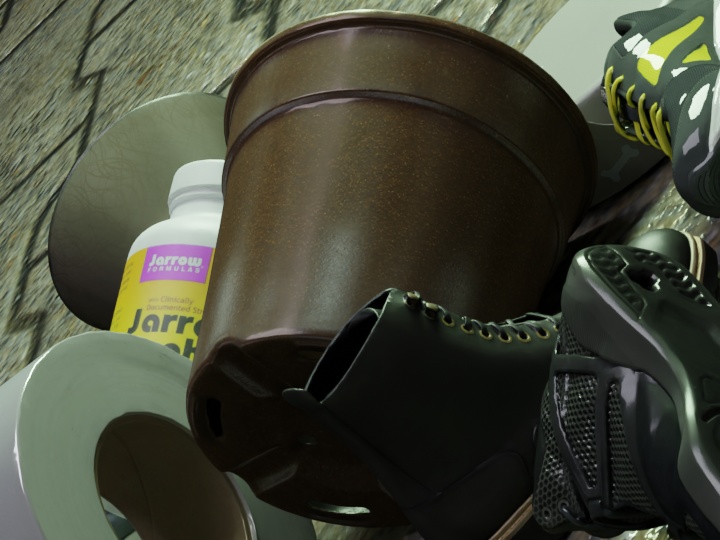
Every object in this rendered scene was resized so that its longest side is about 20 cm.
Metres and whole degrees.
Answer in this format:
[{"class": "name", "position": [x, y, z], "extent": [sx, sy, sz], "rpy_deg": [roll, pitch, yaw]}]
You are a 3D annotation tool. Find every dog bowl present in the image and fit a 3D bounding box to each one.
[{"class": "dog bowl", "position": [0.138, -0.113, 1.532], "extent": [0.200, 0.059, 0.200], "rpy_deg": [-42, 18, 17]}]

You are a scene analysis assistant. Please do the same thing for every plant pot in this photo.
[{"class": "plant pot", "position": [0.008, 0.009, 1.399], "extent": [0.200, 0.200, 0.198], "rpy_deg": [-31, 33, 41]}]

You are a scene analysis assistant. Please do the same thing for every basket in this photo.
[{"class": "basket", "position": [-0.105, -0.017, 1.779], "extent": [0.180, 0.136, 0.200], "rpy_deg": [-52, 22, -1]}]

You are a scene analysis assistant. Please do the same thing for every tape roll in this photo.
[{"class": "tape roll", "position": [-0.112, 0.133, 1.373], "extent": [0.071, 0.202, 0.203], "rpy_deg": [-36, 22, 31]}]

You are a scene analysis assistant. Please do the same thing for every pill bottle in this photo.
[{"class": "pill bottle", "position": [-0.091, 0.041, 1.581], "extent": [0.104, 0.104, 0.200], "rpy_deg": [-24, 48, 51]}]

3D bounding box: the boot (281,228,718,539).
[{"class": "boot", "position": [0.069, 0.028, 1.273], "extent": [0.200, 0.138, 0.077], "rpy_deg": [-55, 20, -24]}]

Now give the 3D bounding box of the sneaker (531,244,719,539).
[{"class": "sneaker", "position": [0.132, 0.086, 1.131], "extent": [0.199, 0.076, 0.114], "rpy_deg": [52, 137, 48]}]

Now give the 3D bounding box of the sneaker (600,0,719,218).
[{"class": "sneaker", "position": [0.158, -0.077, 1.354], "extent": [0.084, 0.075, 0.200], "rpy_deg": [-9, 24, 14]}]

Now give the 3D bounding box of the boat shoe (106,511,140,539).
[{"class": "boat shoe", "position": [-0.115, 0.103, 1.653], "extent": [0.200, 0.062, 0.073], "rpy_deg": [-41, 18, 18]}]
